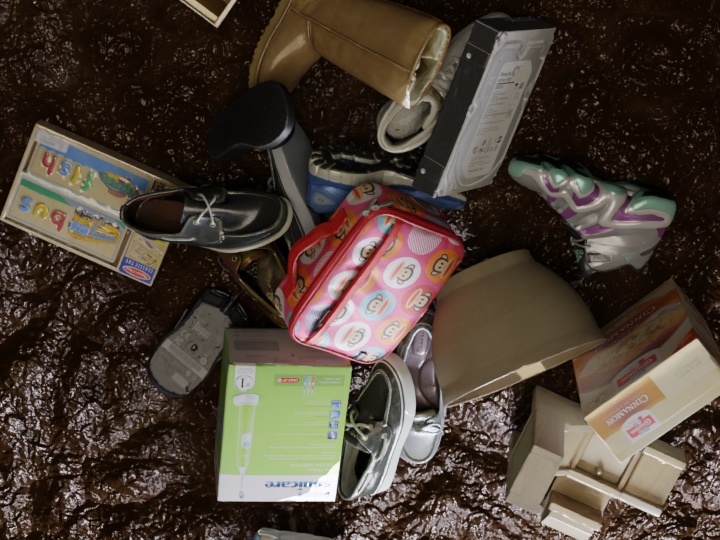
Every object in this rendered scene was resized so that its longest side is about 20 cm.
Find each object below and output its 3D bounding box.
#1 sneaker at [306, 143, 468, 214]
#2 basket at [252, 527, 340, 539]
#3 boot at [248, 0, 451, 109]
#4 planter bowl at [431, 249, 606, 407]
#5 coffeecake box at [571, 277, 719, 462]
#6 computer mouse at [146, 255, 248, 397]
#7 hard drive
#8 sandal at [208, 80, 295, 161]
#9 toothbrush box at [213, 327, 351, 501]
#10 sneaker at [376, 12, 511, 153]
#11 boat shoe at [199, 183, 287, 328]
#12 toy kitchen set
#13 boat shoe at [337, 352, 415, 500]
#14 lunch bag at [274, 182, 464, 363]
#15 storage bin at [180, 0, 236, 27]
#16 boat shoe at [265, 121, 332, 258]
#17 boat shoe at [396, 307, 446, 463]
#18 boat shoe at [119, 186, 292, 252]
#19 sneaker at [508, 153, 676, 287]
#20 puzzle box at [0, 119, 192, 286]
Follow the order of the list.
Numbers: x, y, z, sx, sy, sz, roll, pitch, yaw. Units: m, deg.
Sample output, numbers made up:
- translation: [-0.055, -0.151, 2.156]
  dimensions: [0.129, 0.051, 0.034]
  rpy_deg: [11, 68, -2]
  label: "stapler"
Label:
- translation: [0.028, -0.089, 1.706]
  dimensions: [0.200, 0.079, 0.089]
  rpy_deg: [5, 127, -20]
  label: "sneaker"
- translation: [-0.078, 0.429, 1.853]
  dimensions: [0.176, 0.139, 0.200]
  rpy_deg: [10, 79, 1]
  label: "basket"
- translation: [-0.018, -0.225, 1.626]
  dimensions: [0.200, 0.066, 0.175]
  rpy_deg: [31, 111, 29]
  label: "boot"
- translation: [0.164, 0.057, 1.709]
  dimensions: [0.200, 0.200, 0.135]
  rpy_deg: [-24, 81, 11]
  label: "planter bowl"
- translation: [0.327, 0.110, 1.698]
  dimensions: [0.153, 0.200, 0.073]
  rpy_deg: [-37, 103, 14]
  label: "coffeecake box"
- translation: [-0.156, 0.082, 1.804]
  dimensions: [0.140, 0.046, 0.200]
  rpy_deg: [34, 96, -3]
  label: "computer mouse"
- translation: [0.138, -0.181, 1.639]
  dimensions: [0.038, 0.140, 0.200]
  rpy_deg: [31, 114, 25]
  label: "hard drive"
- translation: [-0.110, -0.164, 1.657]
  dimensions: [0.048, 0.200, 0.076]
  rpy_deg: [8, 84, -28]
  label: "sandal"
- translation: [-0.096, 0.173, 1.777]
  dimensions: [0.145, 0.086, 0.200]
  rpy_deg: [1, 119, -10]
  label: "toothbrush box"
- translation: [0.099, -0.202, 1.653]
  dimensions: [0.200, 0.116, 0.074]
  rpy_deg: [-42, 100, 13]
  label: "sneaker"
- translation: [-0.126, -0.021, 1.737]
  dimensions: [0.072, 0.068, 0.200]
  rpy_deg: [-40, 93, -1]
  label: "boat shoe"
- translation: [0.263, 0.274, 1.768]
  dimensions: [0.200, 0.180, 0.163]
  rpy_deg: [24, 110, 0]
  label: "toy kitchen set"
- translation: [0.015, 0.192, 1.782]
  dimensions: [0.064, 0.071, 0.200]
  rpy_deg: [-15, 126, -38]
  label: "boat shoe"
- translation: [0.000, 0.000, 1.663]
  dimensions: [0.176, 0.082, 0.200]
  rpy_deg: [21, 115, -36]
  label: "lunch bag"
- translation: [-0.171, -0.409, 1.611]
  dimensions: [0.198, 0.094, 0.200]
  rpy_deg: [36, 108, -9]
  label: "storage bin"
- translation: [-0.080, -0.084, 1.729]
  dimensions: [0.068, 0.074, 0.200]
  rpy_deg: [-8, 119, 27]
  label: "boat shoe"
- translation: [0.069, 0.146, 1.798]
  dimensions: [0.074, 0.065, 0.202]
  rpy_deg: [6, 110, 2]
  label: "boat shoe"
- translation: [-0.176, -0.061, 1.688]
  dimensions: [0.200, 0.068, 0.072]
  rpy_deg: [1, 80, 19]
  label: "boat shoe"
- translation: [0.250, -0.047, 1.714]
  dimensions: [0.200, 0.078, 0.140]
  rpy_deg: [17, 108, -2]
  label: "sneaker"
- translation: [-0.314, -0.079, 1.768]
  dimensions: [0.200, 0.025, 0.133]
  rpy_deg: [23, 109, -4]
  label: "puzzle box"
